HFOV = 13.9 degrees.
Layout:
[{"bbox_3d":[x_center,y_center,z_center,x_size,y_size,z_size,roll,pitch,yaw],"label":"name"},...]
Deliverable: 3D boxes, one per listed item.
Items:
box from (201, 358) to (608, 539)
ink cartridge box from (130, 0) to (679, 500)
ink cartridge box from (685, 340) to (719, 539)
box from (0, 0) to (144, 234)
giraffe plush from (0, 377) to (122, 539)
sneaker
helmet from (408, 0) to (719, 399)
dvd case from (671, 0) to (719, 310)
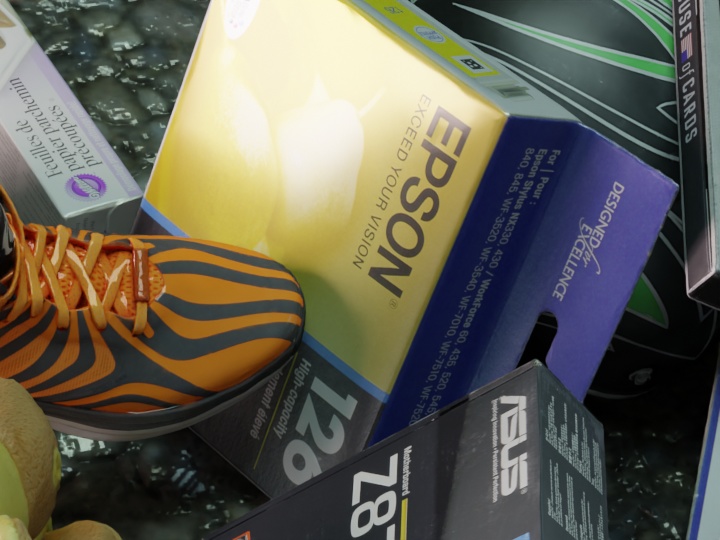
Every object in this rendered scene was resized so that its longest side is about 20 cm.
[{"bbox_3d":[0.011,0.144,1.012,0.161,0.049,0.200,-28,35,25],"label":"box"},{"bbox_3d":[0.000,0.000,1.125,0.200,0.198,0.047,38,30,31],"label":"ink cartridge box"},{"bbox_3d":[0.208,0.126,1.084,0.200,0.043,0.197,18,53,-3],"label":"ink cartridge box"},{"bbox_3d":[-0.155,-0.074,1.303,0.039,0.041,0.200,-17,46,-24],"label":"box"},{"bbox_3d":[-0.157,0.101,1.016,0.172,0.162,0.200,7,41,0],"label":"giraffe plush"},{"bbox_3d":[-0.113,0.007,1.060,0.200,0.112,0.078,-4,64,-12],"label":"sneaker"},{"bbox_3d":[0.077,-0.047,1.208,0.190,0.200,0.200,2,39,20],"label":"helmet"},{"bbox_3d":[0.186,-0.052,1.139,0.150,0.025,0.200,20,51,-24],"label":"dvd case"}]
